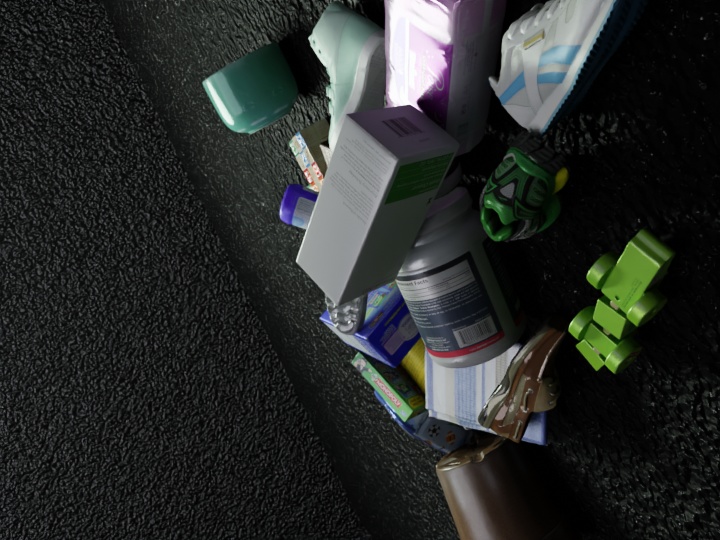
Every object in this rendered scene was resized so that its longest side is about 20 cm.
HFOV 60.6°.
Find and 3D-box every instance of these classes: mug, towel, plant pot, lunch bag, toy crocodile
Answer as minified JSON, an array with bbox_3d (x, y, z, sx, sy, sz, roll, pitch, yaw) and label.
[{"bbox_3d":[-0.178,-0.323,1.105,0.151,0.185,0.116,-11,114,45],"label":"mug"},{"bbox_3d":[0.178,0.163,0.890,0.198,0.024,0.150,6,106,38],"label":"towel"},{"bbox_3d":[0.230,0.387,1.020,0.201,0.198,0.200,65,162,8],"label":"plant pot"},{"bbox_3d":[0.126,0.271,1.158,0.199,0.076,0.160,36,179,-26],"label":"lunch bag"},{"bbox_3d":[0.261,0.037,0.614,0.068,0.061,0.202,47,153,35],"label":"toy crocodile"}]

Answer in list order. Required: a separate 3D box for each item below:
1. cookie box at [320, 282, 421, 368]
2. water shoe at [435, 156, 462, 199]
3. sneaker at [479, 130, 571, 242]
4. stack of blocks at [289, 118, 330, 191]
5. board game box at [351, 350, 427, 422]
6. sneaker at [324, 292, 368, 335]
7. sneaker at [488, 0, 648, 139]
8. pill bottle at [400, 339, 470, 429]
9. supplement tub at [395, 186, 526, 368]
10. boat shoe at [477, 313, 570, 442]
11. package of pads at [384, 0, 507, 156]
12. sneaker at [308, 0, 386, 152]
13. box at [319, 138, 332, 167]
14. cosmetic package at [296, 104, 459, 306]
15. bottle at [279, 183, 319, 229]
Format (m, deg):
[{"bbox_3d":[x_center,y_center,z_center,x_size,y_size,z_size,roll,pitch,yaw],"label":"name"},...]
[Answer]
[{"bbox_3d":[0.044,0.052,0.995,0.075,0.171,0.199,46,167,-20],"label":"cookie box"},{"bbox_3d":[0.030,-0.113,0.793,0.080,0.198,0.072,60,-167,-27],"label":"water shoe"},{"bbox_3d":[0.152,-0.068,0.628,0.078,0.085,0.200,44,-178,18],"label":"sneaker"},{"bbox_3d":[-0.055,-0.161,1.127,0.202,0.058,0.115,62,162,-7],"label":"stack of blocks"},{"bbox_3d":[0.088,0.183,1.080,0.134,0.199,0.029,44,114,24],"label":"board game box"},{"bbox_3d":[0.000,0.000,0.935,0.074,0.081,0.203,-13,65,41],"label":"sneaker"},{"bbox_3d":[0.160,-0.186,0.497,0.081,0.076,0.200,48,160,11],"label":"sneaker"},{"bbox_3d":[0.138,0.157,1.016,0.200,0.110,0.112,48,159,31],"label":"pill bottle"},{"bbox_3d":[0.119,0.010,0.800,0.202,0.139,0.140,65,161,-14],"label":"supplement tub"},{"bbox_3d":[0.223,0.144,0.793,0.073,0.075,0.202,34,130,19],"label":"boat shoe"},{"bbox_3d":[0.083,-0.229,0.640,0.121,0.075,0.201,48,159,30],"label":"package of pads"},{"bbox_3d":[-0.025,-0.264,0.847,0.118,0.073,0.202,46,142,20],"label":"sneaker"},{"bbox_3d":[0.024,-0.143,0.931,0.199,0.074,0.101,32,147,52],"label":"box"},{"bbox_3d":[0.013,-0.070,0.679,0.085,0.107,0.202,43,134,25],"label":"cosmetic package"},{"bbox_3d":[-0.035,-0.083,1.030,0.197,0.066,0.084,19,174,-3],"label":"bottle"}]
